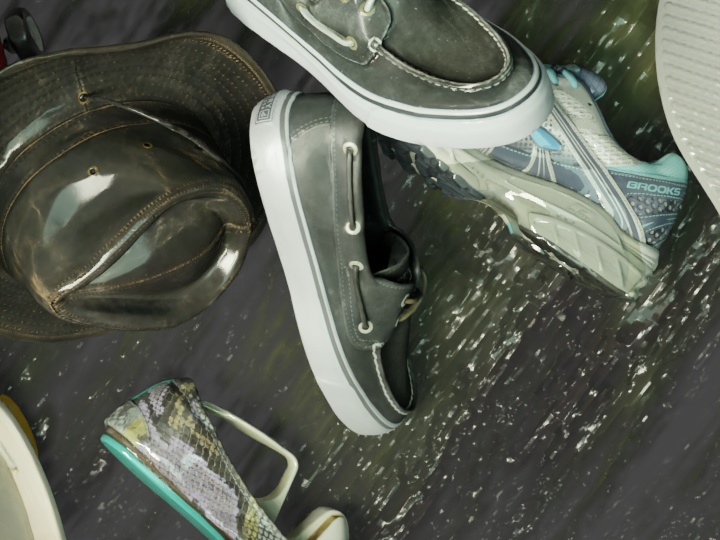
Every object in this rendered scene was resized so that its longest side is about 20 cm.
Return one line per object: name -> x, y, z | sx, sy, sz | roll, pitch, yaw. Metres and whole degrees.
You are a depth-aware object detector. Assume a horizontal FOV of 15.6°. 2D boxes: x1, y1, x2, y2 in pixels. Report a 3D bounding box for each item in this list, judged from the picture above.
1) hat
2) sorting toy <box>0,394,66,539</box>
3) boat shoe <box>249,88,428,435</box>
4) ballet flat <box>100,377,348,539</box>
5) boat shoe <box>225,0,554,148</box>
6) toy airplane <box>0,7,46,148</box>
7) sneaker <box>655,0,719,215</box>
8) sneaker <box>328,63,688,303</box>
hat -> -0.112, -0.016, 1.239 | 0.200, 0.081, 0.201 | -17, 137, -17
sorting toy -> -0.268, 0.113, 1.298 | 0.180, 0.107, 0.200 | -19, 145, 16
boat shoe -> 0.000, 0.000, 1.272 | 0.057, 0.069, 0.200 | -5, 127, 19
ballet flat -> -0.046, 0.132, 1.341 | 0.072, 0.072, 0.200 | -37, 105, 10
boat shoe -> 0.002, -0.120, 1.202 | 0.072, 0.200, 0.071 | -43, 144, -25
toy airplane -> -0.222, -0.154, 1.207 | 0.199, 0.141, 0.200 | 21, 106, -6
sneaker -> 0.208, -0.065, 1.290 | 0.074, 0.082, 0.200 | -18, 91, 40
sneaker -> 0.071, -0.071, 1.285 | 0.200, 0.078, 0.086 | 35, 82, -9
